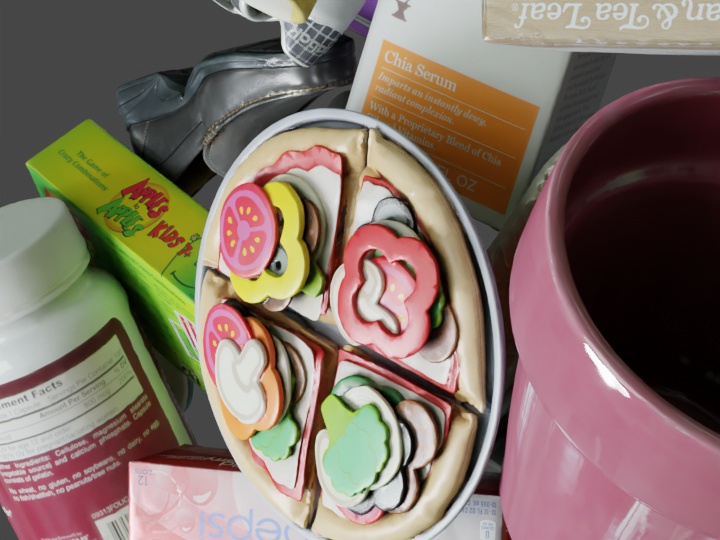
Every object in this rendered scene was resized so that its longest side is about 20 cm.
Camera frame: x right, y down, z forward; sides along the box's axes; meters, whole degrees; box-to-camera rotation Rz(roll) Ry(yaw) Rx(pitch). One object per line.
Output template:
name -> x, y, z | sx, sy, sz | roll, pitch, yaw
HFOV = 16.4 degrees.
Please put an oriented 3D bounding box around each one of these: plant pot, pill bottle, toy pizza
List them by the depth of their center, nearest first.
plant pot -> 0.142, 0.053, 1.018 | 0.201, 0.199, 0.179 | 61, 148, 28
toy pizza -> -0.015, 0.029, 1.104 | 0.199, 0.032, 0.202 | 10, 104, 45
pill bottle -> -0.164, 0.070, 1.368 | 0.114, 0.114, 0.201 | 2, 122, 50

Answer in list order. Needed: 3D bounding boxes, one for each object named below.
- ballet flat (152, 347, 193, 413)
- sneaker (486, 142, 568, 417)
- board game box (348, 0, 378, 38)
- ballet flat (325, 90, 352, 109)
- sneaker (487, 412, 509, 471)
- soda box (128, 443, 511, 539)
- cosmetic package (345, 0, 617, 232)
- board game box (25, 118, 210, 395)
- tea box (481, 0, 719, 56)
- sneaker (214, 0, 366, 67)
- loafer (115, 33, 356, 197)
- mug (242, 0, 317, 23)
ballet flat -> -0.180, 0.056, 1.485 | 0.199, 0.069, 0.070 | 20, 106, 48
sneaker -> 0.075, 0.026, 1.129 | 0.200, 0.080, 0.071 | -46, 59, 13
board game box -> 0.021, -0.175, 1.265 | 0.200, 0.032, 0.121 | 34, 114, 44
ballet flat -> 0.000, 0.000, 1.265 | 0.068, 0.068, 0.201 | -34, 66, 45
sneaker -> 0.029, 0.021, 1.197 | 0.200, 0.075, 0.079 | 45, 169, -4
soda box -> -0.014, 0.129, 1.227 | 0.199, 0.063, 0.071 | 3, 95, 21
cosmetic package -> 0.070, -0.130, 1.149 | 0.101, 0.071, 0.201 | 24, 111, 20
board game box -> -0.098, 0.006, 1.361 | 0.200, 0.048, 0.102 | 37, 155, 43
tea box -> 0.163, -0.182, 0.972 | 0.199, 0.133, 0.198 | 3, 95, 29
sneaker -> -0.066, -0.179, 1.280 | 0.200, 0.076, 0.081 | 40, 106, 43
loafer -> -0.060, -0.082, 1.341 | 0.200, 0.072, 0.073 | -12, 91, 59
mug -> -0.032, -0.209, 1.151 | 0.186, 0.149, 0.154 | 32, 86, 20
